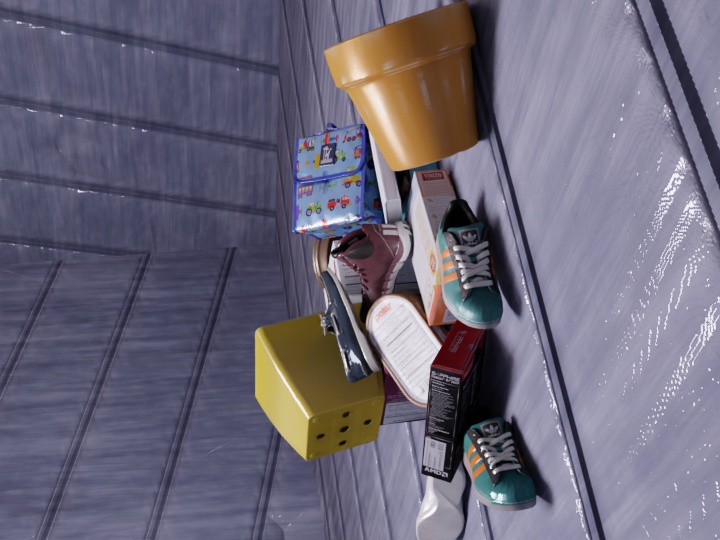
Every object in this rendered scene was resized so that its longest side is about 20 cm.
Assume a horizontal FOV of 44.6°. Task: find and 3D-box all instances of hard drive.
[{"bbox_3d":[0.040,-0.162,1.443,0.132,0.027,0.200,79,-179,-61],"label":"hard drive"}]

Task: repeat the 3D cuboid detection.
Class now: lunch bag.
[{"bbox_3d":[-0.041,-0.169,1.578,0.094,0.150,0.200,13,-110,-57],"label":"lunch bag"}]

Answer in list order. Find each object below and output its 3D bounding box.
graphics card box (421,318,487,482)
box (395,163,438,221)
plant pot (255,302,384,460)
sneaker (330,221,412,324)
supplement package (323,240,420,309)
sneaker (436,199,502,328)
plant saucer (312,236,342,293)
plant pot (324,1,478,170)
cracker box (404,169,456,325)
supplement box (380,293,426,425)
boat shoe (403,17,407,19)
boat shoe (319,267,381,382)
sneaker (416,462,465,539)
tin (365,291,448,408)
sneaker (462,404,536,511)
[{"bbox_3d":[0.132,0.181,1.231,0.125,0.051,0.200,-52,-31,-52],"label":"graphics card box"},{"bbox_3d":[0.085,-0.139,1.486,0.200,0.049,0.082,111,152,-67],"label":"box"},{"bbox_3d":[-0.059,0.203,1.500,0.200,0.200,0.176,97,154,-46],"label":"plant pot"},{"bbox_3d":[0.000,0.000,1.412,0.076,0.115,0.200,-112,35,-52],"label":"sneaker"},{"bbox_3d":[0.023,0.034,1.603,0.200,0.156,0.111,104,159,-61],"label":"supplement package"},{"bbox_3d":[0.140,-0.013,1.153,0.200,0.071,0.080,-105,11,-47],"label":"sneaker"},{"bbox_3d":[-0.013,-0.029,1.752,0.029,0.200,0.200,2,97,46],"label":"plant saucer"},{"bbox_3d":[0.074,-0.240,1.182,0.200,0.200,0.183,-144,34,-76],"label":"plant pot"},{"bbox_3d":[0.118,-0.036,1.331,0.134,0.058,0.200,99,162,-54],"label":"cracker box"},{"bbox_3d":[0.074,0.156,1.524,0.200,0.103,0.131,97,164,-44],"label":"supplement box"},{"bbox_3d":[0.093,-0.283,1.326,0.074,0.068,0.200,-135,41,-74],"label":"boat shoe"},{"bbox_3d":[-0.031,0.088,1.428,0.200,0.062,0.075,65,-175,20],"label":"boat shoe"},{"bbox_3d":[0.135,0.362,1.432,0.089,0.075,0.200,-88,6,-57],"label":"sneaker"},{"bbox_3d":[0.085,0.122,1.359,0.112,0.042,0.200,-44,68,22],"label":"tin"},{"bbox_3d":[0.172,0.239,1.135,0.200,0.071,0.080,-129,31,-74],"label":"sneaker"}]
